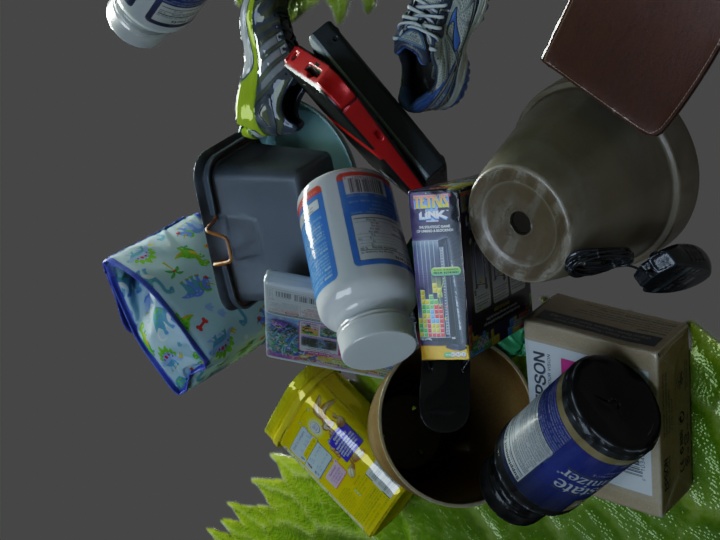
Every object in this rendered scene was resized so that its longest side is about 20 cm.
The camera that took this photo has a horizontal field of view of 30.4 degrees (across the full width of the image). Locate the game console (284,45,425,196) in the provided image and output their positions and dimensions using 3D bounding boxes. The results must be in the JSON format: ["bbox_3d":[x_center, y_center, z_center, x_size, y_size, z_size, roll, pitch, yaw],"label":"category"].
[{"bbox_3d":[-0.003,-0.158,1.424,0.177,0.031,0.200,47,-179,-25],"label":"game console"}]

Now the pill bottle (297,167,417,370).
[{"bbox_3d":[0.000,0.000,1.429,0.112,0.111,0.202,-49,44,46],"label":"pill bottle"}]

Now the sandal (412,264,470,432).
[{"bbox_3d":[0.092,0.072,1.428,0.074,0.045,0.203,-2,81,2],"label":"sandal"}]

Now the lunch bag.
[{"bbox_3d":[-0.222,0.034,1.746,0.201,0.169,0.127,53,137,6],"label":"lunch bag"}]

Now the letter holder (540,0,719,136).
[{"bbox_3d":[0.274,-0.241,1.172,0.142,0.100,0.201,39,134,18],"label":"letter holder"}]

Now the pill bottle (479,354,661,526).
[{"bbox_3d":[0.206,0.180,1.349,0.112,0.111,0.200,49,137,11],"label":"pill bottle"}]

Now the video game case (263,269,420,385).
[{"bbox_3d":[-0.015,0.069,1.559,0.197,0.024,0.183,10,149,3],"label":"video game case"}]

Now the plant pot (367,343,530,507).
[{"bbox_3d":[0.080,0.180,1.540,0.188,0.185,0.200,60,161,0],"label":"plant pot"}]

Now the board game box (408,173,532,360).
[{"bbox_3d":[0.115,-0.009,1.348,0.056,0.200,0.168,-3,96,25],"label":"board game box"}]

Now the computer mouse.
[{"bbox_3d":[0.262,-0.010,1.251,0.058,0.199,0.034,-37,59,39],"label":"computer mouse"}]

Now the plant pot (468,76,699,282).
[{"bbox_3d":[0.200,-0.075,1.279,0.199,0.173,0.202,21,125,33],"label":"plant pot"}]

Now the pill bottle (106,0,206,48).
[{"bbox_3d":[-0.228,-0.355,1.580,0.112,0.111,0.200,55,137,5],"label":"pill bottle"}]

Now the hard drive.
[{"bbox_3d":[0.023,-0.168,1.445,0.201,0.033,0.140,51,178,10],"label":"hard drive"}]

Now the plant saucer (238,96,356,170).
[{"bbox_3d":[-0.068,-0.120,1.613,0.199,0.036,0.202,22,126,34],"label":"plant saucer"}]

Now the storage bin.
[{"bbox_3d":[-0.100,-0.053,1.563,0.133,0.145,0.202,3,115,31],"label":"storage bin"}]

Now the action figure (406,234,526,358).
[{"bbox_3d":[0.131,0.034,1.493,0.200,0.055,0.119,41,134,10],"label":"action figure"}]

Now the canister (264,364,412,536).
[{"bbox_3d":[-0.016,0.230,1.720,0.200,0.086,0.149,44,136,15],"label":"canister"}]

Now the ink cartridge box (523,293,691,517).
[{"bbox_3d":[0.263,0.142,1.410,0.163,0.075,0.202,12,120,38],"label":"ink cartridge box"}]

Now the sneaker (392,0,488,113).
[{"bbox_3d":[0.077,-0.250,1.364,0.077,0.085,0.202,25,127,32],"label":"sneaker"}]

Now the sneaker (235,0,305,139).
[{"bbox_3d":[-0.090,-0.249,1.525,0.080,0.074,0.203,9,104,28],"label":"sneaker"}]
